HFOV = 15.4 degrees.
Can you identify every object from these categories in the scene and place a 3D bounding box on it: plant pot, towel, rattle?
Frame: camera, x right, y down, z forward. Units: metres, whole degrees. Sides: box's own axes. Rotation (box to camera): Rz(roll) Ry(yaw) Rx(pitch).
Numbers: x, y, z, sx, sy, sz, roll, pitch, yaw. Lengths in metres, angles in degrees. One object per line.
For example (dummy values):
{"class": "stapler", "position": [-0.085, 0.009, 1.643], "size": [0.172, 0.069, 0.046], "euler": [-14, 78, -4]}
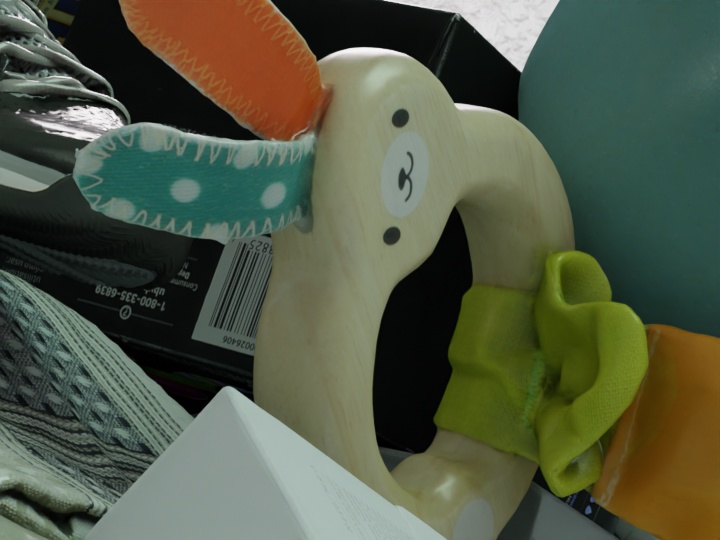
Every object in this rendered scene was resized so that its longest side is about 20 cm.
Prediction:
{"class": "plant pot", "position": [0.143, -0.039, 0.771], "size": [0.201, 0.160, 0.201], "euler": [49, 25, -33]}
{"class": "towel", "position": [-0.076, 0.039, 0.660], "size": [0.200, 0.035, 0.192], "euler": [44, 5, 38]}
{"class": "rattle", "position": [0.035, 0.007, 0.641], "size": [0.143, 0.130, 0.201], "euler": [31, -24, 40]}

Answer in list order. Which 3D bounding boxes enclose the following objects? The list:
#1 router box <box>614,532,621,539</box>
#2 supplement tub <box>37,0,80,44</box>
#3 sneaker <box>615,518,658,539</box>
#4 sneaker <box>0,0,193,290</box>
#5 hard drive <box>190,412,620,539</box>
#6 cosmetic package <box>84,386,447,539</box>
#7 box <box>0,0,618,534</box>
{"class": "router box", "position": [0.107, 0.145, 1.026], "size": [0.200, 0.062, 0.150], "euler": [42, 5, 23]}
{"class": "supplement tub", "position": [-0.143, -0.138, 0.918], "size": [0.144, 0.145, 0.199], "euler": [42, 25, 28]}
{"class": "sneaker", "position": [0.086, 0.008, 1.001], "size": [0.200, 0.112, 0.076], "euler": [44, 30, 25]}
{"class": "sneaker", "position": [-0.099, -0.070, 0.709], "size": [0.199, 0.116, 0.075], "euler": [18, -9, 46]}
{"class": "hard drive", "position": [0.045, 0.097, 0.856], "size": [0.131, 0.026, 0.200], "euler": [9, -15, 35]}
{"class": "cosmetic package", "position": [0.038, 0.126, 0.516], "size": [0.151, 0.052, 0.200], "euler": [35, 13, -36]}
{"class": "box", "position": [0.000, 0.000, 0.871], "size": [0.148, 0.125, 0.200], "euler": [15, -11, 34]}
